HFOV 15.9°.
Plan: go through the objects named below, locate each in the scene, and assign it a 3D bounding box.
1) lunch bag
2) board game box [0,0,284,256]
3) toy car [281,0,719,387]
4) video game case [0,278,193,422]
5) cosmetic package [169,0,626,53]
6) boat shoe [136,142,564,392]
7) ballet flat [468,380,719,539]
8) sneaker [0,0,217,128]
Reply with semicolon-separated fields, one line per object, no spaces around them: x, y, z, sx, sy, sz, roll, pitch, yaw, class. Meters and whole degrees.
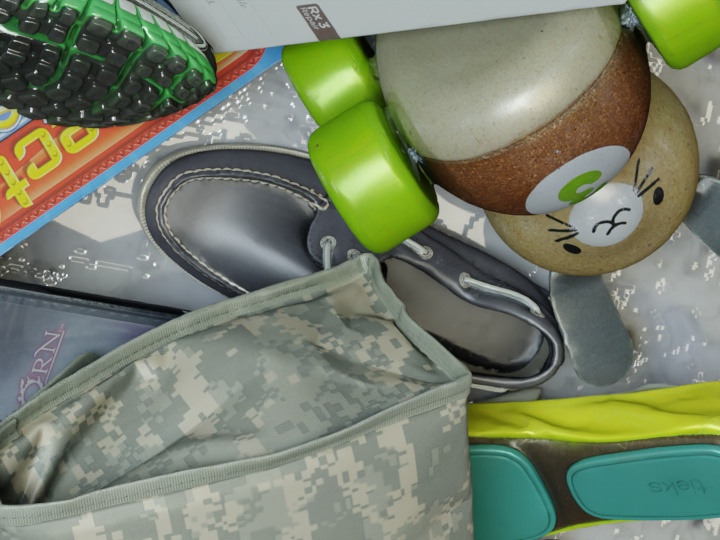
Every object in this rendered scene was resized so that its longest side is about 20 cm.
-0.061;0.109;1.032;0.199;0.118;0.165;-19;129;-19;lunch bag
-0.154;-0.121;1.025;0.200;0.056;0.197;-37;105;-25;board game box
0.092;-0.040;1.042;0.164;0.158;0.200;-31;121;9;toy car
-0.123;0.079;1.056;0.200;0.019;0.144;11;101;-55;video game case
0.004;-0.153;0.957;0.113;0.199;0.081;50;51;-37;cosmetic package
0.000;0.000;1.105;0.199;0.063;0.073;23;96;-13;boat shoe
0.090;0.080;1.126;0.199;0.067;0.067;-6;126;25;ballet flat
-0.128;-0.122;0.965;0.200;0.078;0.086;35;51;-33;sneaker
